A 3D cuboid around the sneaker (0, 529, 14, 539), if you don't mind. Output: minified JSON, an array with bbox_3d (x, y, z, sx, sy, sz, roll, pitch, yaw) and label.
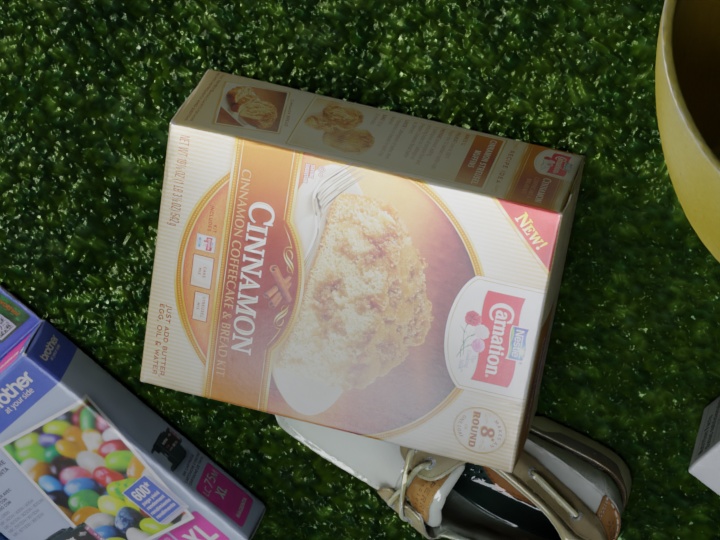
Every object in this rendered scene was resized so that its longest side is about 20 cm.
[{"bbox_3d":[-0.246,0.154,1.698,0.200,0.066,0.078,34,163,-8],"label":"sneaker"}]

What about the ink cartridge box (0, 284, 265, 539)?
[{"bbox_3d":[-0.166,0.108,1.676,0.200,0.042,0.119,43,125,-12],"label":"ink cartridge box"}]

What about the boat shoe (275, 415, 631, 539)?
[{"bbox_3d":[0.044,0.101,1.584,0.200,0.068,0.075,18,128,4],"label":"boat shoe"}]

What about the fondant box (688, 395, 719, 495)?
[{"bbox_3d":[0.285,0.074,1.496,0.144,0.058,0.200,38,128,-11],"label":"fondant box"}]

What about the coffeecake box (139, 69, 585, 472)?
[{"bbox_3d":[0.000,0.000,1.512,0.200,0.073,0.154,13,119,8],"label":"coffeecake box"}]

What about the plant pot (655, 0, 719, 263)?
[{"bbox_3d":[0.218,-0.061,1.357,0.200,0.200,0.142,22,153,2],"label":"plant pot"}]
